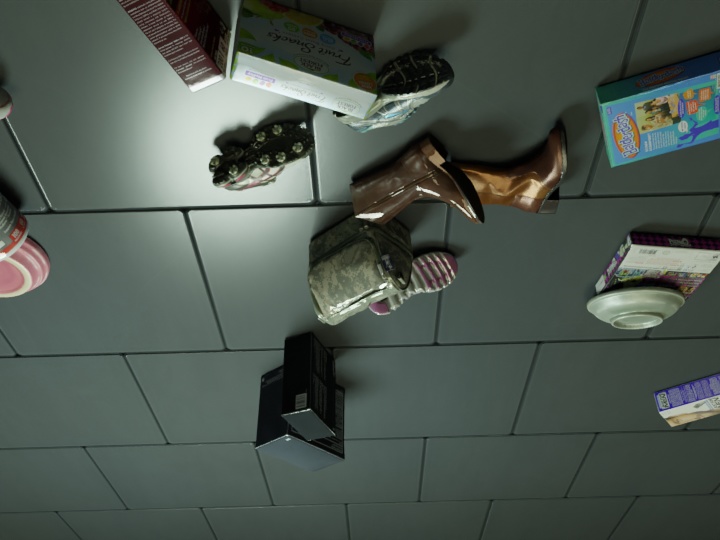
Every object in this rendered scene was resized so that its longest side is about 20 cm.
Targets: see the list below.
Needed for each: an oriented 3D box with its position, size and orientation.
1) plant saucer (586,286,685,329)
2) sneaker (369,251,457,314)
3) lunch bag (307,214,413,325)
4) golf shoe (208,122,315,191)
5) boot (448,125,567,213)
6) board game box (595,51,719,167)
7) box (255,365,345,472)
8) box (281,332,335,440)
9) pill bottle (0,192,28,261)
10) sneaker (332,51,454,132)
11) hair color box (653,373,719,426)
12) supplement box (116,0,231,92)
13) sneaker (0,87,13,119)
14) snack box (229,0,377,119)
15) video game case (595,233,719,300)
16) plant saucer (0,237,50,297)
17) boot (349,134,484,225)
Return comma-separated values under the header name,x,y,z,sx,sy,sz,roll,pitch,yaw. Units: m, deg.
name,x,y,z,sx,sy,sz,roll,pitch,yaw
plant saucer,0.589,0.088,1.631,0.200,0.050,0.200,1,160,0
sneaker,0.101,0.018,1.558,0.200,0.088,0.081,-25,97,1
lunch bag,0.000,0.000,1.449,0.200,0.168,0.139,-29,135,30
golf shoe,-0.159,-0.189,1.296,0.200,0.077,0.088,-15,160,21
boot,0.254,-0.180,1.334,0.200,0.069,0.188,7,146,7
board game box,0.493,-0.257,1.234,0.200,0.045,0.152,-14,141,15
box,-0.146,0.366,1.890,0.123,0.199,0.200,-30,133,31
box,-0.117,0.268,1.762,0.079,0.200,0.141,-17,139,18
pill bottle,-0.685,-0.112,1.326,0.116,0.116,0.200,-12,141,13
sneaker,0.058,-0.273,1.193,0.200,0.078,0.086,-14,153,26
hair color box,0.888,0.338,1.996,0.200,0.065,0.109,-23,138,28
supplement box,-0.257,-0.354,1.034,0.061,0.109,0.200,-18,140,19
sneaker,-0.609,-0.293,1.125,0.200,0.081,0.088,27,136,-32
snack box,-0.078,-0.302,1.079,0.200,0.142,0.053,13,140,-18
video game case,0.613,-0.002,1.570,0.200,0.036,0.181,3,143,-6
plant saucer,-0.724,-0.010,1.510,0.200,0.051,0.201,-1,143,0
boot,0.095,-0.118,1.349,0.200,0.064,0.187,-32,99,29
